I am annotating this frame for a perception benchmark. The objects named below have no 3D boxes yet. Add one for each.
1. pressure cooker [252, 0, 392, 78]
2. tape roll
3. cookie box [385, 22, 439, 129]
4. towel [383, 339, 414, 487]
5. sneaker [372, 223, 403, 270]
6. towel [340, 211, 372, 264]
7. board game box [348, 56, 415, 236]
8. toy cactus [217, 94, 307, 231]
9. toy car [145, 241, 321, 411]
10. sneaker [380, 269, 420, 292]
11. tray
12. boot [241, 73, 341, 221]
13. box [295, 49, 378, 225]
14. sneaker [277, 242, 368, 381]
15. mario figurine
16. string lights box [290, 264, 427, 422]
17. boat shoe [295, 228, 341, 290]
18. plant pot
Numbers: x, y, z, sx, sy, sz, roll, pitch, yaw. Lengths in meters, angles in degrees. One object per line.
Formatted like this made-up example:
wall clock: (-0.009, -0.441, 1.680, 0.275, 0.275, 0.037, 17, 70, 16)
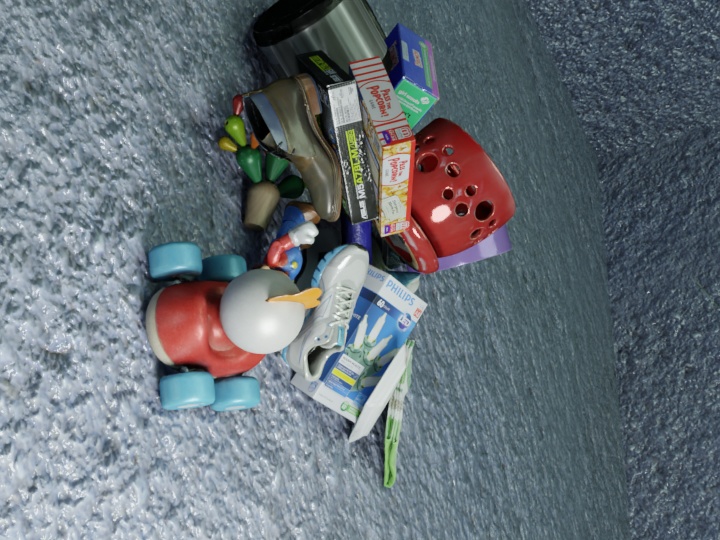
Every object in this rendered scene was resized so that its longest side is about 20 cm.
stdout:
pressure cooker: (-0.050, -0.331, 1.478, 0.200, 0.178, 0.176, 56, 23, -28)
tape roll: (0.176, -0.055, 1.790, 0.200, 0.199, 0.085, -21, 95, -65)
cookie box: (0.037, -0.274, 1.569, 0.075, 0.200, 0.171, 25, 38, -22)
towel: (0.062, 0.226, 1.536, 0.149, 0.031, 0.200, 88, 9, -49)
sneaker: (0.031, -0.094, 1.629, 0.078, 0.086, 0.200, -68, 137, -65)
towel: (0.000, 0.000, 1.453, 0.148, 0.049, 0.201, -111, -162, -75)
board game box: (0.026, -0.165, 1.304, 0.200, 0.046, 0.152, 90, -17, -59)
toy cactus: (-0.133, -0.138, 1.334, 0.200, 0.102, 0.166, 41, 60, -55)
toy car: (-0.122, 0.054, 1.093, 0.177, 0.199, 0.185, 17, 62, -60)
sneaker: (0.051, 0.040, 1.542, 0.200, 0.076, 0.081, 148, -54, -85)
tray: (0.028, 0.185, 1.383, 0.108, 0.022, 0.200, -57, 173, -25)
boot: (-0.091, -0.154, 1.260, 0.097, 0.075, 0.201, -16, 91, -32)
box: (-0.034, -0.189, 1.337, 0.193, 0.047, 0.201, -127, -156, -59)
sneaker: (-0.034, 0.060, 1.274, 0.075, 0.200, 0.087, 15, 19, -38)
mario figurine: (-0.094, 0.006, 1.275, 0.124, 0.106, 0.200, 63, 36, -38)
string lights box: (-0.001, 0.102, 1.358, 0.103, 0.059, 0.200, 37, 83, -43)
boat shoe: (-0.057, 0.022, 1.412, 0.200, 0.073, 0.068, -92, 173, -52)
plant pot: (0.114, -0.112, 1.514, 0.201, 0.182, 0.200, 52, -8, 11)
